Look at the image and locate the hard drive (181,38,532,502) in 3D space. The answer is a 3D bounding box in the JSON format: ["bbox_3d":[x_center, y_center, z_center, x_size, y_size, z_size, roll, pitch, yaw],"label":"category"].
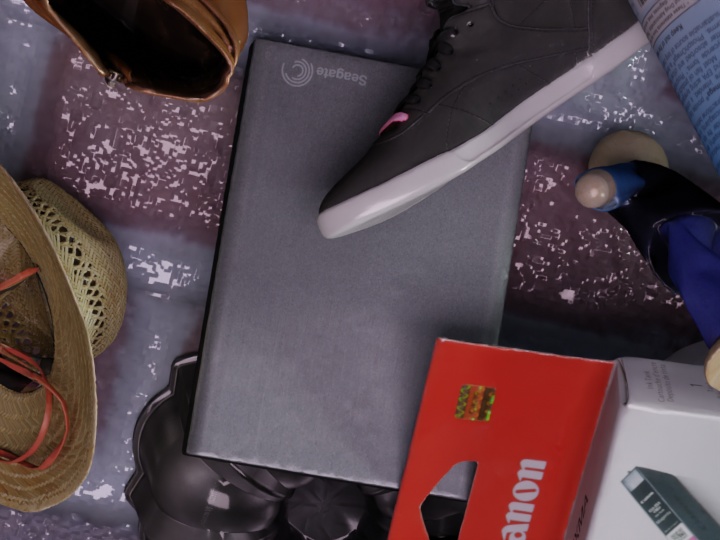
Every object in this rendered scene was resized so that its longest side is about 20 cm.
[{"bbox_3d":[0.000,0.000,1.396,0.139,0.033,0.200,10,84,-9],"label":"hard drive"}]

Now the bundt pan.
[{"bbox_3d":[-0.018,0.120,1.464,0.201,0.076,0.202,-1,111,-3],"label":"bundt pan"}]

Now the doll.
[{"bbox_3d":[0.153,-0.012,1.358,0.136,0.200,0.049,21,112,-28],"label":"doll"}]

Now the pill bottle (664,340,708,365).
[{"bbox_3d":[0.204,0.141,1.469,0.112,0.112,0.200,-7,112,-2],"label":"pill bottle"}]

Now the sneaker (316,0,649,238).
[{"bbox_3d":[0.040,-0.099,1.360,0.200,0.071,0.099,-36,94,-17],"label":"sneaker"}]

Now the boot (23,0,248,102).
[{"bbox_3d":[-0.143,-0.136,1.308,0.200,0.155,0.077,27,108,-14],"label":"boot"}]

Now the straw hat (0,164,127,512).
[{"bbox_3d":[-0.160,0.007,1.399,0.085,0.201,0.201,-26,119,-39],"label":"straw hat"}]

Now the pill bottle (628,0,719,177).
[{"bbox_3d":[0.197,-0.090,1.319,0.109,0.109,0.200,-27,78,6],"label":"pill bottle"}]

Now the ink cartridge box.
[{"bbox_3d":[0.103,0.129,1.373,0.173,0.044,0.200,6,124,-9],"label":"ink cartridge box"}]
